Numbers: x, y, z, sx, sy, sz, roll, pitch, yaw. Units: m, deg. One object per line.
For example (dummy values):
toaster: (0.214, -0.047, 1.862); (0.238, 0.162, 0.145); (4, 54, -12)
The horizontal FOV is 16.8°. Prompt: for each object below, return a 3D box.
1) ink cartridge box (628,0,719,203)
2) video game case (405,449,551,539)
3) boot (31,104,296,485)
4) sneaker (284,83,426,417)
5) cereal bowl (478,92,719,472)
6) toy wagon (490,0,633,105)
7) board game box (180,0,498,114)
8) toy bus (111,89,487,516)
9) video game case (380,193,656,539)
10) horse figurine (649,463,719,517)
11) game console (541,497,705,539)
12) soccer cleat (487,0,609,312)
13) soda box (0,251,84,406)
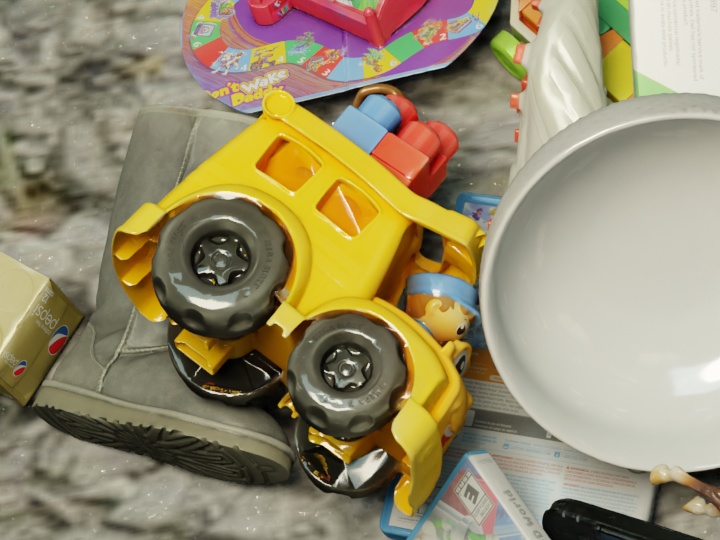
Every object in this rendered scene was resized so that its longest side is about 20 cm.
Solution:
ink cartridge box: (0.245, -0.109, 1.308); (0.199, 0.088, 0.146); (-4, 91, 6)
video game case: (0.078, 0.212, 1.237); (0.200, 0.018, 0.143); (54, 129, 31)
boot: (-0.085, 0.009, 1.386); (0.181, 0.073, 0.201); (15, 68, 25)
sneaker: (-0.009, -0.011, 1.368); (0.072, 0.085, 0.201); (6, 73, 14)
cereal bowl: (0.158, -0.002, 1.243); (0.199, 0.201, 0.083); (-17, 24, 6)
toy wagon: (0.147, -0.166, 1.413); (0.155, 0.040, 0.200); (-43, 66, -5)
board game box: (-0.016, -0.171, 1.424); (0.199, 0.039, 0.158); (-13, 46, 10)
toy bus: (0.000, 0.000, 1.271); (0.200, 0.136, 0.192); (38, 71, 15)
video game case: (0.102, 0.061, 1.341); (0.143, 0.018, 0.201); (9, 72, 17)
horse figurine: (0.210, 0.162, 1.216); (0.132, 0.201, 0.050); (16, 31, 40)
game console: (0.154, 0.228, 1.185); (0.200, 0.176, 0.116); (14, 43, 44)
soccer cleat: (0.117, -0.065, 1.336); (0.077, 0.069, 0.201); (8, 78, 11)
soda box: (-0.266, 0.001, 1.435); (0.199, 0.064, 0.068); (27, 77, 22)
